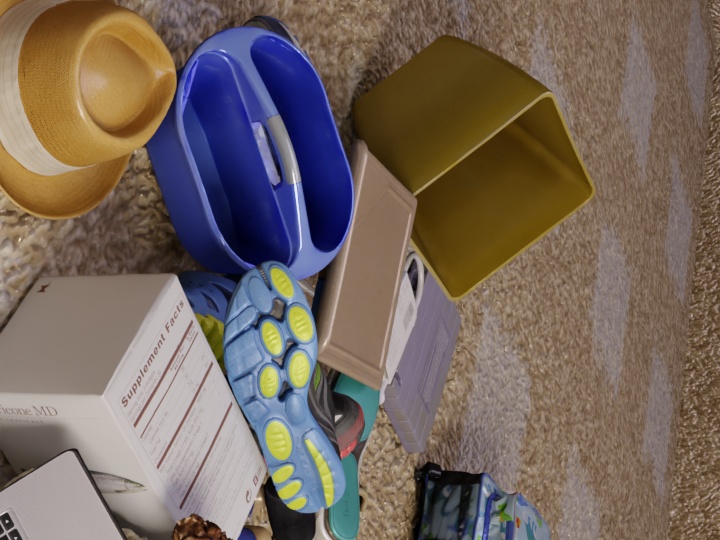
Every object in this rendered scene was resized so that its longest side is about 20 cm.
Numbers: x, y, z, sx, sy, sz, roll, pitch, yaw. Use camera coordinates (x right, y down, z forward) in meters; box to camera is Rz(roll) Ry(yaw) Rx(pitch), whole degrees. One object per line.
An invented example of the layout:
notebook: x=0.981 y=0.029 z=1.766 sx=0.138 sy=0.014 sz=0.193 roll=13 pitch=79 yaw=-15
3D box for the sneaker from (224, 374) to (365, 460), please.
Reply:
sneaker: x=-0.060 y=0.117 z=1.080 sx=0.199 sy=0.071 sz=0.099 roll=-1 pitch=120 yaw=-48

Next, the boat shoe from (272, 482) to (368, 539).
boat shoe: x=-0.024 y=0.217 z=1.261 sx=0.075 sy=0.074 sz=0.204 roll=58 pitch=39 yaw=-48

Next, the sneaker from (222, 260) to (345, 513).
sneaker: x=-0.059 y=0.085 z=0.971 sx=0.083 sy=0.070 sz=0.202 roll=-113 pitch=-171 yaw=-64

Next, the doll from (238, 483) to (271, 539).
doll: x=-0.136 y=0.227 z=1.046 sx=0.199 sy=0.048 sz=0.139 roll=-3 pitch=90 yaw=-66

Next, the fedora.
fedora: x=-0.187 y=-0.130 z=0.900 sx=0.200 sy=0.081 sz=0.204 roll=0 pitch=90 yaw=-66

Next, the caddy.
caddy: x=-0.083 y=-0.089 z=1.028 sx=0.140 sy=0.104 sz=0.202 roll=-24 pitch=100 yaw=-35

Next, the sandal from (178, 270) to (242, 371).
sandal: x=-0.130 y=0.038 z=1.055 sx=0.199 sy=0.079 sz=0.088 roll=8 pitch=47 yaw=-59

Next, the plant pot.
plant pot: x=0.103 y=-0.127 z=1.384 sx=0.177 sy=0.199 sz=0.200 roll=55 pitch=2 yaw=36

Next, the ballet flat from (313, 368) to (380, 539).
ballet flat: x=-0.028 y=0.165 z=1.217 sx=0.070 sy=0.069 sz=0.202 roll=54 pitch=37 yaw=-51

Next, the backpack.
backpack: x=0.138 y=0.355 z=1.531 sx=0.183 sy=0.145 sz=0.202 roll=50 pitch=48 yaw=-51

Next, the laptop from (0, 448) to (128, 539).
laptop: x=-0.208 y=0.229 z=0.723 sx=0.189 sy=0.199 sz=0.116 roll=58 pitch=-8 yaw=7

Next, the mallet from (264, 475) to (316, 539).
mallet: x=-0.059 y=0.166 z=1.179 sx=0.201 sy=0.041 sz=0.067 roll=-89 pitch=173 yaw=-61

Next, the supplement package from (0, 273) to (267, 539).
supplement package: x=-0.163 y=0.113 z=0.908 sx=0.118 sy=0.115 sz=0.202 roll=-65 pitch=145 yaw=-43

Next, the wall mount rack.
wall mount rack: x=0.001 y=0.035 z=1.334 sx=0.201 sy=0.074 sz=0.175 roll=-65 pitch=148 yaw=-44

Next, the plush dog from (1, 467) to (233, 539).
plush dog: x=-0.152 y=0.241 z=0.843 sx=0.160 sy=0.170 sz=0.203 roll=32 pitch=68 yaw=-62

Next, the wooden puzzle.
wooden puzzle: x=0.000 y=0.000 z=1.155 sx=0.200 sy=0.037 sz=0.188 roll=42 pitch=58 yaw=-70

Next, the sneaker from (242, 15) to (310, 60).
sneaker: x=-0.090 y=-0.123 z=1.131 sx=0.085 sy=0.076 sz=0.203 roll=0 pitch=89 yaw=-60

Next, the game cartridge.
game cartridge: x=0.068 y=0.096 z=1.520 sx=0.130 sy=0.038 sz=0.201 roll=70 pitch=30 yaw=-44
